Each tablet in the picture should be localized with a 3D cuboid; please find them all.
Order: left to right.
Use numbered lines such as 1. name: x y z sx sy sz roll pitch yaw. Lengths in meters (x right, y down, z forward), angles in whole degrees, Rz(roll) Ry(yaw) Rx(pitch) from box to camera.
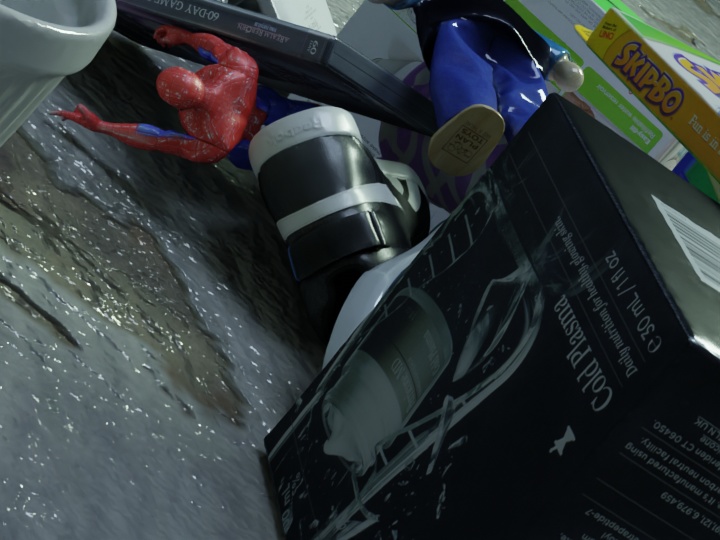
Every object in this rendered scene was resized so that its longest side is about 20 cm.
1. tablet: -0.049 -0.191 1.476 0.200 0.014 0.131 -70 140 -75

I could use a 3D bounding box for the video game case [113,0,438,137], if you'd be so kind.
1. video game case: -0.069 -0.120 1.185 0.199 0.019 0.143 20 -2 27

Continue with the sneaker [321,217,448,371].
1. sneaker: 0.049 0.019 1.042 0.070 0.074 0.200 3 33 31

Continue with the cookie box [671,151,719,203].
1. cookie box: 0.138 0.048 1.052 0.075 0.200 0.171 36 17 -11

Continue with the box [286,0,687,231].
1. box: 0.087 -0.100 1.366 0.200 0.177 0.097 42 16 12

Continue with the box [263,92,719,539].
1. box: 0.077 0.074 0.863 0.123 0.197 0.200 30 19 -24

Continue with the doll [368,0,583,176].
1. doll: 0.058 -0.116 1.189 0.136 0.049 0.201 25 30 -19

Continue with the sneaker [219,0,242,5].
1. sneaker: -0.103 -0.197 1.417 0.081 0.076 0.200 49 19 -10

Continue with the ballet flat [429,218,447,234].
1. ballet flat: 0.102 0.049 1.239 0.200 0.068 0.072 48 -1 37

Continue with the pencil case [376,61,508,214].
1. pencil case: 0.087 -0.036 1.212 0.200 0.086 0.084 44 7 38

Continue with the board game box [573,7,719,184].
1. board game box: 0.175 -0.053 1.009 0.095 0.030 0.200 20 21 -39

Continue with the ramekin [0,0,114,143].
1. ramekin: -0.205 -0.117 0.885 0.200 0.105 0.200 37 17 -13

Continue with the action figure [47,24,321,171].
1. action figure: -0.080 -0.082 1.141 0.098 0.066 0.200 21 -1 15

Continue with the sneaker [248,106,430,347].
1. sneaker: 0.000 0.000 1.141 0.200 0.073 0.113 37 33 -70
